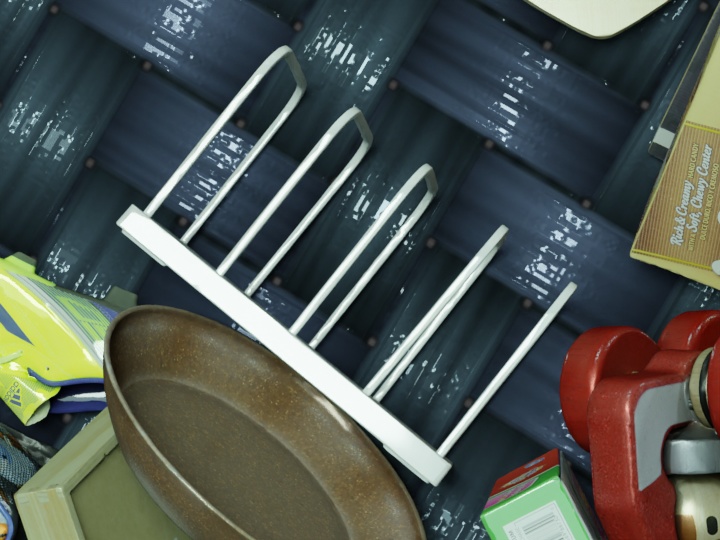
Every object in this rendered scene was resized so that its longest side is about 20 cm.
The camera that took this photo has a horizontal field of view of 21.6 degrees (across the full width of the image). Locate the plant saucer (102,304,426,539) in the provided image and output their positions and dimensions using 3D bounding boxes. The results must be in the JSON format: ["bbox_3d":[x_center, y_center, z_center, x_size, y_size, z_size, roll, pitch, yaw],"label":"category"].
[{"bbox_3d":[-0.054,0.098,0.946,0.200,0.200,0.037,42,107,5],"label":"plant saucer"}]

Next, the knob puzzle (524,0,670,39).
[{"bbox_3d":[0.128,-0.223,1.019,0.219,0.030,0.220,0,87,5],"label":"knob puzzle"}]

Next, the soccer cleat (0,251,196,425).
[{"bbox_3d":[-0.188,0.036,1.018,0.200,0.065,0.084,18,76,4],"label":"soccer cleat"}]

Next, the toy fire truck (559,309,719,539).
[{"bbox_3d":[0.186,0.105,0.926,0.112,0.200,0.168,-5,91,44],"label":"toy fire truck"}]

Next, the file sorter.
[{"bbox_3d":[0.000,0.000,0.970,0.200,0.139,0.125,40,88,6],"label":"file sorter"}]

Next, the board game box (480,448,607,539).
[{"bbox_3d":[0.114,0.168,0.920,0.040,0.200,0.153,-27,85,4],"label":"board game box"}]

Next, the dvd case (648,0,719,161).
[{"bbox_3d":[0.246,-0.101,0.943,0.149,0.200,0.016,25,45,6],"label":"dvd case"}]

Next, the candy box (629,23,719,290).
[{"bbox_3d":[0.219,-0.070,0.932,0.115,0.200,0.055,21,45,6],"label":"candy box"}]

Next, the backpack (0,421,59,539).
[{"bbox_3d":[-0.279,0.119,0.990,0.200,0.154,0.191,-45,74,5],"label":"backpack"}]

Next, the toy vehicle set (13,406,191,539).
[{"bbox_3d":[-0.107,0.177,0.953,0.026,0.124,0.200,-12,102,19],"label":"toy vehicle set"}]
